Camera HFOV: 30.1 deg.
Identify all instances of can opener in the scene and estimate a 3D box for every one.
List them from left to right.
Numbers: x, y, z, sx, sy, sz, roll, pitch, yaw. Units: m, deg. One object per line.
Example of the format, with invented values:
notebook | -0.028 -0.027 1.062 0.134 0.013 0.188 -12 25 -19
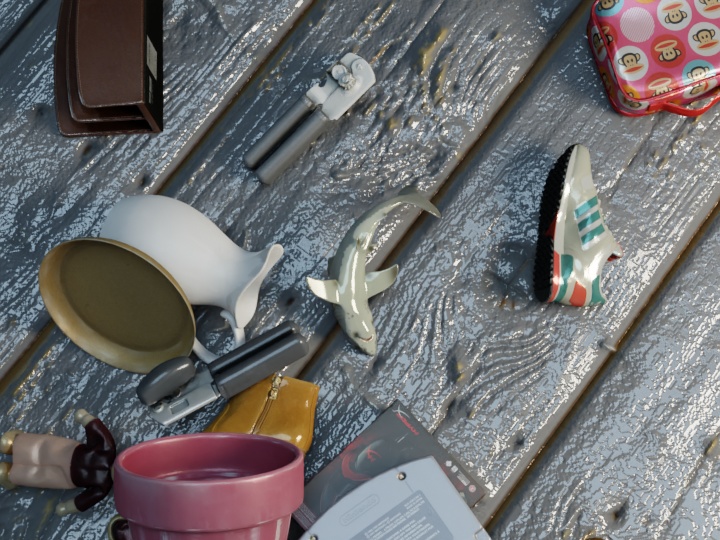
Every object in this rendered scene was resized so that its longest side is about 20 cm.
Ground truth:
can opener | -0.160 0.111 1.538 0.200 0.067 0.053 -29 40 -4
can opener | -0.059 -0.186 1.650 0.200 0.066 0.053 -44 75 1

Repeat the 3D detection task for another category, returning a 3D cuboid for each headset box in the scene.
headset box | 0.020 0.269 1.513 0.200 0.075 0.149 -42 79 -8

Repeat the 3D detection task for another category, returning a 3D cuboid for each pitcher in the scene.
pitcher | -0.211 0.011 1.580 0.200 0.121 0.172 22 106 10

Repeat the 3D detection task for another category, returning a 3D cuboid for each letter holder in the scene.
letter holder | -0.325 -0.278 1.663 0.142 0.101 0.201 -3 75 4

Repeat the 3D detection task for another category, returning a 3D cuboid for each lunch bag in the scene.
lunch bag | 0.390 -0.272 1.632 0.200 0.082 0.177 -16 76 -2

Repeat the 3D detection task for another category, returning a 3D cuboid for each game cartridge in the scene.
game cartridge | 0.024 0.297 1.450 0.200 0.040 0.133 -34 82 -6

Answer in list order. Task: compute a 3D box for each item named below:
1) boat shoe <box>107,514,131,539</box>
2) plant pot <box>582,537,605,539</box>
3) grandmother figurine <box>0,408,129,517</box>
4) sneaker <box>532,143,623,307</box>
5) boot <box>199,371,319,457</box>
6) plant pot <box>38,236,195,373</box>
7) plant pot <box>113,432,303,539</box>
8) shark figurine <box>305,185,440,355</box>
boat shoe | -0.215 0.351 1.509 0.200 0.066 0.074 39 80 11
plant pot | 0.248 0.419 1.414 0.200 0.200 0.183 -43 92 -8
grandmother figurine | -0.318 0.220 1.526 0.200 0.061 0.122 5 94 23
sneaker | 0.266 -0.049 1.597 0.093 0.070 0.200 13 74 -12
boot | -0.152 0.181 1.558 0.201 0.071 0.144 5 65 10
plant pot | -0.278 0.036 1.548 0.200 0.200 0.028 19 43 8
plant pot | -0.158 0.280 1.411 0.199 0.200 0.180 0 98 3
shark figurine | -0.004 -0.022 1.594 0.128 0.089 0.215 25 85 -25
